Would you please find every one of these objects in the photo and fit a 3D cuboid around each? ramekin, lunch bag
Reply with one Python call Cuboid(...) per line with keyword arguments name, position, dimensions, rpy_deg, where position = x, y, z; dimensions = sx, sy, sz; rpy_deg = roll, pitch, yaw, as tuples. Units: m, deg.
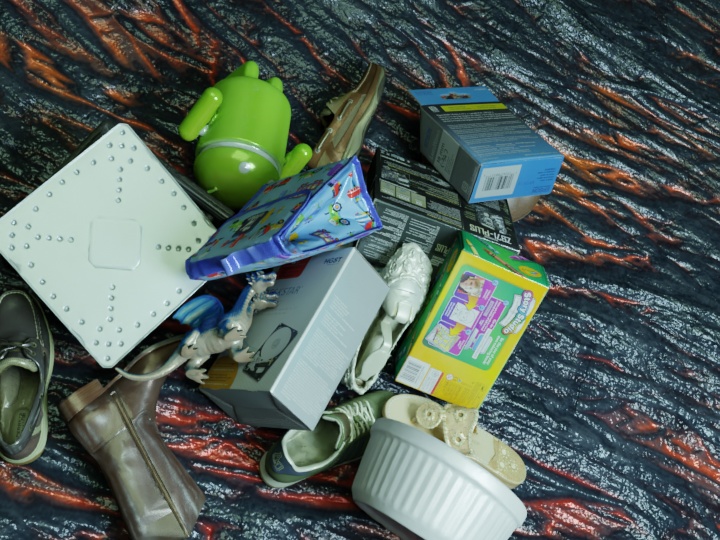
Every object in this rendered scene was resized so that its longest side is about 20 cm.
Cuboid(name="ramekin", position=(0.079, 0.261, 0.977), dimensions=(0.201, 0.203, 0.095), rpy_deg=(35, 73, 0))
Cuboid(name="lunch bag", position=(-0.093, -0.039, 0.970), dimensions=(0.200, 0.149, 0.096), rpy_deg=(-40, 112, -50))

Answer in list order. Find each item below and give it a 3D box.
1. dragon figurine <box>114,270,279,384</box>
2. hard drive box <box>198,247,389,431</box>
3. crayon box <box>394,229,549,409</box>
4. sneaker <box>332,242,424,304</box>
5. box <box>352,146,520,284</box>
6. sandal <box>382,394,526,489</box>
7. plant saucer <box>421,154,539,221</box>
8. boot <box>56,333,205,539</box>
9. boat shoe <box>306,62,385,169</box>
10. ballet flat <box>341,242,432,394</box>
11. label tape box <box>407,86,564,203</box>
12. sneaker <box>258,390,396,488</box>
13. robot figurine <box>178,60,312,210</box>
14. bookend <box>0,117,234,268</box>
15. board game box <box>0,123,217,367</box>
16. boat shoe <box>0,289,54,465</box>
Cuboid(name="dragon figurine", position=(-0.176, 0.070, 0.983), dimensions=(0.197, 0.059, 0.100), rpy_deg=(-25, 34, 0))
Cuboid(name="hard drive box", position=(-0.077, 0.079, 1.016), dimensions=(0.077, 0.154, 0.202), rpy_deg=(46, 58, -27))
Cuboid(name="crayon box", position=(0.134, 0.067, 1.072), dimensions=(0.117, 0.202, 0.059), rpy_deg=(22, 24, -8))
Cuboid(name="sneaker", position=(0.000, 0.000, 1.109), dimensions=(0.196, 0.087, 0.076), rpy_deg=(16, 102, -8))
Cuboid(name="box", position=(0.096, -0.061, 1.135), dimensions=(0.197, 0.087, 0.165), rpy_deg=(19, 29, -9))
Cuboid(name="sandal", position=(0.132, 0.194, 1.061), dimensions=(0.210, 0.070, 0.078), rpy_deg=(31, 40, -16))
Cuboid(name="plant saucer", position=(0.189, -0.167, 1.279), dimensions=(0.196, 0.037, 0.204), rpy_deg=(6, 65, -14))
Cuboid(name="boot", position=(-0.219, 0.195, 0.987), dimensions=(0.185, 0.064, 0.202), rpy_deg=(-32, 84, -29))
Cuboid(name="boat shoe", position=(-0.020, -0.214, 1.215), dimensions=(0.073, 0.076, 0.203), rpy_deg=(22, 62, -3))
Cuboid(name="ballet flat", position=(0.035, 0.066, 1.057), dimensions=(0.071, 0.072, 0.202), rpy_deg=(27, 104, -3))
Cuboid(name="label tape box", position=(0.163, -0.179, 1.199), dimensions=(0.142, 0.064, 0.201), rpy_deg=(-8, 41, -27))
Cuboid(name="sneaker", position=(-0.023, 0.194, 1.026), dimensions=(0.198, 0.090, 0.068), rpy_deg=(-23, 74, -25))
Cuboid(name="robot figurine", position=(-0.154, -0.168, 1.128), dimensions=(0.174, 0.115, 0.204), rpy_deg=(29, 56, -37))
Cuboid(name="bookend", position=(-0.292, -0.039, 1.044), dimensions=(0.197, 0.092, 0.201), rpy_deg=(36, 63, 0))
Cuboid(name="board game box", position=(-0.280, -0.029, 0.986), dimensions=(0.200, 0.026, 0.201), rpy_deg=(-43, 98, -18))
Cuboid(name="boat shoe", position=(-0.381, 0.110, 0.967), dimensions=(0.072, 0.065, 0.204), rpy_deg=(-6, 69, -18))
